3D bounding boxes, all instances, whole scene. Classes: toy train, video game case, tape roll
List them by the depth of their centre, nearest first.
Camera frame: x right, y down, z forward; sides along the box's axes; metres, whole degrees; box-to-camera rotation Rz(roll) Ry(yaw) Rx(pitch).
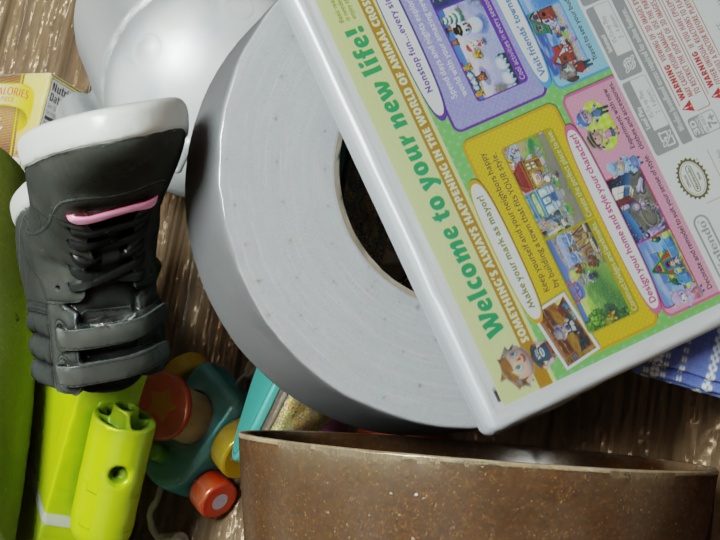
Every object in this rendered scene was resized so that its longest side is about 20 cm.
[{"bbox_3d":[0.084,-0.065,0.671,0.181,0.022,0.202,-24,82,-13],"label":"video game case"},{"bbox_3d":[0.030,-0.034,0.722,0.066,0.198,0.202,160,129,-72],"label":"tape roll"},{"bbox_3d":[-0.041,0.086,0.831,0.198,0.055,0.152,-18,61,29],"label":"toy train"}]

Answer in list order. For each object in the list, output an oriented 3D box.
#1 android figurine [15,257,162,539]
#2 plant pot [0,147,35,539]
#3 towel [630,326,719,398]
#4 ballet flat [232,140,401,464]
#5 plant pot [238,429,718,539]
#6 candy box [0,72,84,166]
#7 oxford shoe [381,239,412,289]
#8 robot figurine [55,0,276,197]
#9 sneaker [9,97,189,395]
[{"bbox_3d":[-0.143,0.073,0.879,0.182,0.041,0.202,-132,54,-62],"label":"android figurine"},{"bbox_3d":[-0.235,0.030,0.870,0.186,0.187,0.202,-10,52,33],"label":"plant pot"},{"bbox_3d":[0.135,-0.023,0.692,0.198,0.024,0.146,16,76,-4],"label":"towel"},{"bbox_3d":[0.000,0.000,0.776,0.070,0.070,0.202,11,82,39],"label":"ballet flat"},{"bbox_3d":[0.037,0.169,0.673,0.185,0.186,0.203,2,86,37],"label":"plant pot"},{"bbox_3d":[-0.226,-0.011,1.009,0.114,0.055,0.202,3,74,35],"label":"candy box"},{"bbox_3d":[0.013,-0.088,0.843,0.070,0.074,0.202,2,72,13],"label":"oxford shoe"},{"bbox_3d":[-0.081,-0.108,0.886,0.169,0.113,0.200,-38,33,5],"label":"robot figurine"},{"bbox_3d":[-0.102,-0.004,0.722,0.200,0.070,0.100,144,114,-69],"label":"sneaker"}]
